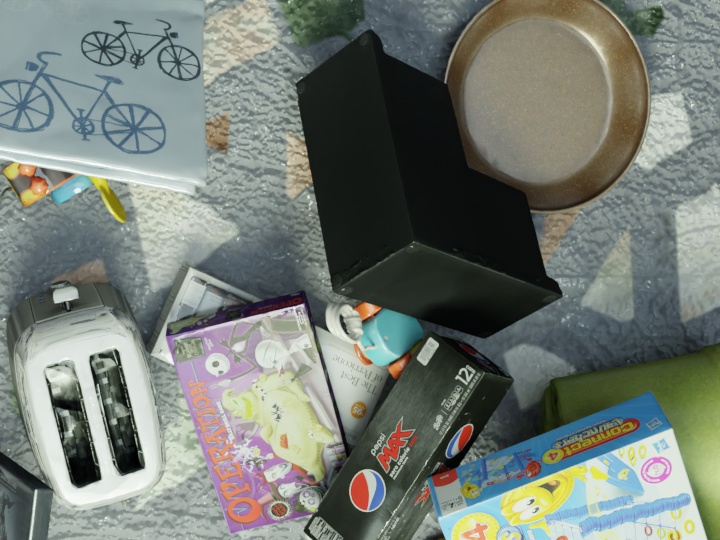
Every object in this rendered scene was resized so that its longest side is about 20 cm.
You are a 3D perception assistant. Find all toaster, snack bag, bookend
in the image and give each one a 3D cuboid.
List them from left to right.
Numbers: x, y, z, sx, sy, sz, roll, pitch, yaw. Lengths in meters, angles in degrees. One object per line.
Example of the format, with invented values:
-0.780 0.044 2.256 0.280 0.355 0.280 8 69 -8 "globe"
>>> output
-0.218 0.110 1.143 0.112 0.129 0.203 -12 97 -12 "toaster"
-0.213 -0.159 1.127 0.186 0.021 0.202 8 56 -19 "snack bag"
0.057 -0.068 1.197 0.198 0.092 0.202 17 52 -45 "bookend"

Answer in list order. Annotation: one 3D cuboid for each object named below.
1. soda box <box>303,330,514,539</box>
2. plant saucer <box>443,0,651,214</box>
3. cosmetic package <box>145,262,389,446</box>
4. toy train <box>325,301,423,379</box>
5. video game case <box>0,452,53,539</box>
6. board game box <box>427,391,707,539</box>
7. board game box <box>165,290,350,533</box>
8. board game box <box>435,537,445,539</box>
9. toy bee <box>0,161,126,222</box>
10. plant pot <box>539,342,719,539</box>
0.039 0.151 1.163 0.063 0.071 0.201 37 99 28 "soda box"
0.163 -0.152 1.273 0.198 0.037 0.203 -1 94 -15 "plant saucer"
-0.077 0.073 1.217 0.198 0.051 0.083 25 89 -16 "cosmetic package"
0.000 0.000 1.207 0.150 0.055 0.202 32 44 -34 "toy train"
-0.285 0.257 1.129 0.019 0.142 0.203 5 93 -31 "video game case"
0.177 0.224 1.147 0.194 0.056 0.202 -22 116 3 "board game box"
-0.079 0.121 1.187 0.119 0.032 0.202 -12 117 6 "board game box"
0.159 0.275 1.305 0.197 0.030 0.097 -11 97 -11 "board game box"
-0.238 -0.081 1.137 0.130 0.109 0.201 37 84 -14 "toy bee"
0.257 0.159 1.253 0.182 0.200 0.203 -3 94 -3 "plant pot"
